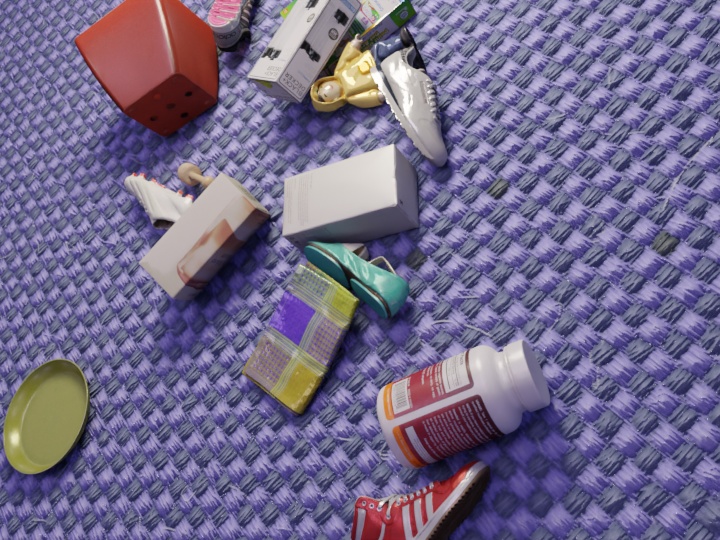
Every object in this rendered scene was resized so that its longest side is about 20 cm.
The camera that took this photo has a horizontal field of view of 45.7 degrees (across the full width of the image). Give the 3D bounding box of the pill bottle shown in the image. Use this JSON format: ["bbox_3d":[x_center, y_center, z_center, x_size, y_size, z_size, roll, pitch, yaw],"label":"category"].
[{"bbox_3d":[0.129,0.164,1.066,0.198,0.113,0.114,-25,56,19],"label":"pill bottle"}]

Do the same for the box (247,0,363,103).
[{"bbox_3d":[-0.094,-0.384,1.433,0.201,0.060,0.116,-58,35,-4],"label":"box"}]

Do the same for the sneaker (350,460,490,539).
[{"bbox_3d":[0.067,0.292,1.068,0.201,0.071,0.112,-50,55,3],"label":"sneaker"}]

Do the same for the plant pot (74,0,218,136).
[{"bbox_3d":[-0.378,-0.374,1.600,0.198,0.200,0.178,-30,68,15],"label":"plant pot"}]

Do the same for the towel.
[{"bbox_3d":[-0.090,0.101,1.269,0.143,0.023,0.202,34,97,39],"label":"towel"}]

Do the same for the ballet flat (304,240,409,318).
[{"bbox_3d":[0.000,0.000,1.264,0.070,0.068,0.199,-38,49,-21],"label":"ballet flat"}]

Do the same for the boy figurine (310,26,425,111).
[{"bbox_3d":[0.003,-0.326,1.403,0.198,0.064,0.126,-23,81,15],"label":"boy figurine"}]

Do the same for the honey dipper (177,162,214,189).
[{"bbox_3d":[-0.281,-0.158,1.462,0.038,0.038,0.200,-54,23,-3],"label":"honey dipper"}]

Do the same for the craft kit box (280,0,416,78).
[{"bbox_3d":[-0.027,-0.455,1.508,0.197,0.049,0.201,-36,54,9],"label":"craft kit box"}]

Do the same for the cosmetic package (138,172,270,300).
[{"bbox_3d":[-0.252,-0.053,1.396,0.087,0.103,0.200,44,95,7],"label":"cosmetic package"}]

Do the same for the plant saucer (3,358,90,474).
[{"bbox_3d":[-0.537,0.254,1.478,0.198,0.031,0.203,-13,62,26],"label":"plant saucer"}]

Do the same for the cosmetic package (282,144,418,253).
[{"bbox_3d":[-0.016,-0.104,1.303,0.198,0.085,0.109,-12,62,25],"label":"cosmetic package"}]

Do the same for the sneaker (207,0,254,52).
[{"bbox_3d":[-0.241,-0.488,1.635,0.073,0.088,0.201,6,46,6],"label":"sneaker"}]

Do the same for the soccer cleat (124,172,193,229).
[{"bbox_3d":[-0.367,-0.118,1.536,0.199,0.069,0.078,23,83,34],"label":"soccer cleat"}]

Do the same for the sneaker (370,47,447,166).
[{"bbox_3d":[0.089,-0.251,1.303,0.080,0.076,0.202,-29,73,6],"label":"sneaker"}]
